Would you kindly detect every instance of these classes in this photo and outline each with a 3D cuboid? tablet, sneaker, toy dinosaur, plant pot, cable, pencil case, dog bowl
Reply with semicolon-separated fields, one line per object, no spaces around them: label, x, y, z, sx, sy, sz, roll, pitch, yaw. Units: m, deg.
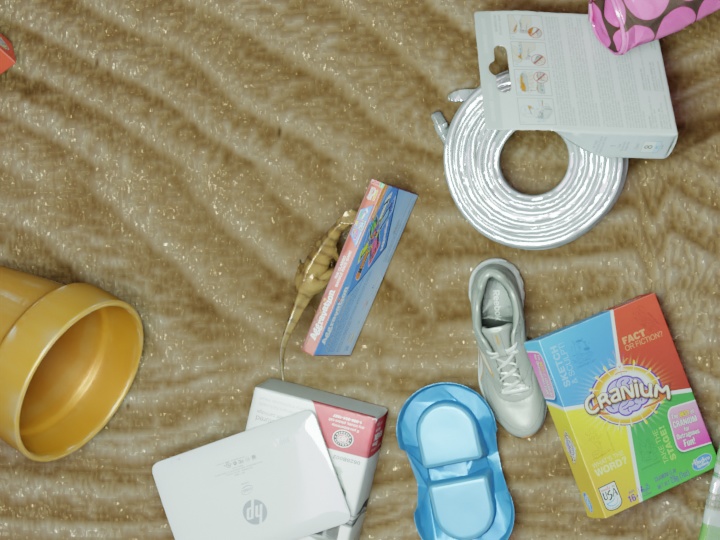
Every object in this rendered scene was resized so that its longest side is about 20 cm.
tablet;-0.121;0.243;1.482;0.200;0.014;0.130;-20;88;13
sneaker;0.154;0.088;1.472;0.076;0.092;0.201;-14;90;11
toy dinosaur;-0.057;0.014;1.498;0.060;0.106;0.200;26;97;7
plant pot;-0.379;0.084;1.524;0.183;0.200;0.201;28;97;23
cable;0.189;-0.123;1.469;0.200;0.069;0.200;-17;89;10
pencil case;0.329;-0.294;1.398;0.200;0.094;0.091;-24;131;-13
dog bowl;0.108;0.221;1.508;0.111;0.050;0.201;-12;91;10

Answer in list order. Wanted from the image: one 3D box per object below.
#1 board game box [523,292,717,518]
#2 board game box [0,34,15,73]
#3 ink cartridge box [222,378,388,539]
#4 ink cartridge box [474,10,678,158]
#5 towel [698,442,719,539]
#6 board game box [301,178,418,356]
board game box;0.280;0.143;1.447;0.153;0.040;0.200;-21;89;-19
board game box;-0.521;-0.236;1.540;0.200;0.153;0.040;-33;51;10
ink cartridge box;-0.064;0.238;1.520;0.146;0.083;0.201;13;95;9
ink cartridge box;0.219;-0.194;1.410;0.199;0.047;0.160;1;59;-5
towel;0.447;0.224;1.450;0.149;0.031;0.201;12;97;-4
board game box;0.000;0.000;1.489;0.019;0.103;0.200;25;96;21
